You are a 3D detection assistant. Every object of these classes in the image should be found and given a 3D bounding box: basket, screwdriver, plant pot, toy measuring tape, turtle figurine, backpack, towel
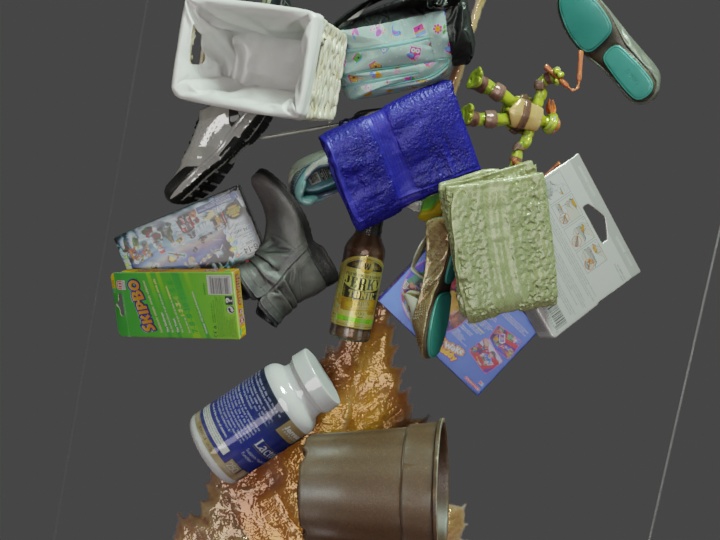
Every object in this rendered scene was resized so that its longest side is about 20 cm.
[{"bbox_3d":[-0.128,-0.274,1.380,0.198,0.123,0.137,13,97,22],"label":"basket"},{"bbox_3d":[-0.046,-0.203,1.507,0.198,0.028,0.029,-14,66,0],"label":"screwdriver"},{"bbox_3d":[0.021,0.307,1.478,0.196,0.200,0.203,1,95,9],"label":"plant pot"},{"bbox_3d":[0.103,-0.103,1.488,0.198,0.074,0.074,22,95,-3],"label":"toy measuring tape"},{"bbox_3d":[0.224,-0.231,1.477,0.160,0.064,0.202,15,105,-18],"label":"turtle figurine"},{"bbox_3d":[0.055,-0.310,1.437,0.198,0.167,0.128,-11,97,10],"label":"backpack"},{"bbox_3d":[0.058,-0.154,1.420,0.199,0.050,0.149,-26,115,-4],"label":"towel"},{"bbox_3d":[0.189,-0.038,1.414,0.147,0.036,0.202,-11,98,-2],"label":"towel"}]

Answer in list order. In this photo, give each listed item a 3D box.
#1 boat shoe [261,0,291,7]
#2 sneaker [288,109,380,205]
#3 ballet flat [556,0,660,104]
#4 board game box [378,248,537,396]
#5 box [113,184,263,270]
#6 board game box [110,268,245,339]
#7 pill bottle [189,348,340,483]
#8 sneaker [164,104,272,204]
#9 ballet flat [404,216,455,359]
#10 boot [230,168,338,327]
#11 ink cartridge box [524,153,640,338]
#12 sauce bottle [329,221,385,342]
[{"bbox_3d":[-0.113,-0.348,1.478,0.062,0.075,0.202,10,100,-4],"label":"boat shoe"},{"bbox_3d":[-0.011,-0.150,1.473,0.199,0.086,0.078,-33,112,11],"label":"sneaker"},{"bbox_3d":[0.347,-0.318,1.472,0.067,0.064,0.201,-39,90,30],"label":"ballet flat"},{"bbox_3d":[0.142,0.061,1.517,0.200,0.045,0.135,44,95,-2],"label":"board game box"},{"bbox_3d":[-0.240,-0.023,1.525,0.198,0.040,0.138,-23,95,3],"label":"box"},{"bbox_3d":[-0.258,0.046,1.478,0.198,0.030,0.097,-1,103,19],"label":"board game box"},{"bbox_3d":[-0.135,0.205,1.503,0.199,0.116,0.116,-34,93,5],"label":"pill bottle"},{"bbox_3d":[-0.214,-0.180,1.504,0.080,0.074,0.200,43,91,12],"label":"sneaker"},{"bbox_3d":[0.098,0.021,1.468,0.065,0.070,0.202,16,94,26],"label":"ballet flat"},{"bbox_3d":[-0.130,-0.031,1.474,0.131,0.070,0.201,-33,93,-14],"label":"boot"},{"bbox_3d":[0.279,-0.035,1.485,0.175,0.045,0.201,-33,99,-19],"label":"ink cartridge box"},{"bbox_3d":[0.000,0.000,1.507,0.064,0.065,0.202,9,95,1],"label":"sauce bottle"}]
